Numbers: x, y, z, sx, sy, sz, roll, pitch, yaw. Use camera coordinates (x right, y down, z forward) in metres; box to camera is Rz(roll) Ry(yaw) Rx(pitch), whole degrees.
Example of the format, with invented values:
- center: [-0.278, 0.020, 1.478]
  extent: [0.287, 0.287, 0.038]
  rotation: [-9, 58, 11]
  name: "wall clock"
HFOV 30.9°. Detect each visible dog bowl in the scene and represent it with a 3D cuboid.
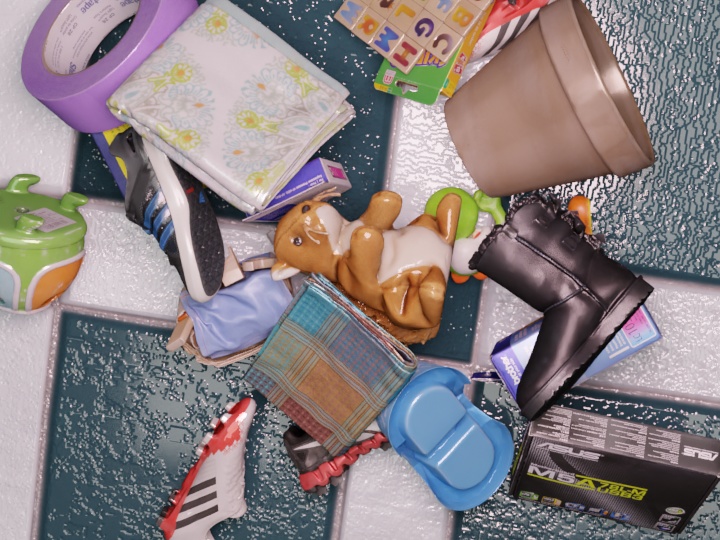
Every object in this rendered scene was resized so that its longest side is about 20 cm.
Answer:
- center: [0.089, 0.177, 1.428]
  extent: [0.111, 0.050, 0.200]
  rotation: [-46, 125, -10]
  name: "dog bowl"

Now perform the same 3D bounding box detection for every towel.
- center: [-0.036, 0.106, 1.372]
  extent: [0.147, 0.022, 0.200]
  rotation: [40, 135, 4]
  name: "towel"
- center: [-0.128, -0.169, 1.321]
  extent: [0.200, 0.048, 0.171]
  rotation: [37, 64, 8]
  name: "towel"

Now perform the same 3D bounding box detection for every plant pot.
- center: [0.189, -0.164, 1.368]
  extent: [0.173, 0.200, 0.200]
  rotation: [-26, 92, 19]
  name: "plant pot"

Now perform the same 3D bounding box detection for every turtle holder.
- center: [-0.404, -0.028, 1.475]
  extent: [0.185, 0.141, 0.132]
  rotation: [9, 113, -3]
  name: "turtle holder"

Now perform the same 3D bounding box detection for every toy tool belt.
- center: [-0.121, 0.029, 1.449]
  extent: [0.200, 0.123, 0.125]
  rotation: [-30, 95, 8]
  name: "toy tool belt"

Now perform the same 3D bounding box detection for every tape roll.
- center: [-0.272, -0.250, 1.415]
  extent: [0.200, 0.066, 0.200]
  rotation: [-18, 53, 26]
  name: "tape roll"

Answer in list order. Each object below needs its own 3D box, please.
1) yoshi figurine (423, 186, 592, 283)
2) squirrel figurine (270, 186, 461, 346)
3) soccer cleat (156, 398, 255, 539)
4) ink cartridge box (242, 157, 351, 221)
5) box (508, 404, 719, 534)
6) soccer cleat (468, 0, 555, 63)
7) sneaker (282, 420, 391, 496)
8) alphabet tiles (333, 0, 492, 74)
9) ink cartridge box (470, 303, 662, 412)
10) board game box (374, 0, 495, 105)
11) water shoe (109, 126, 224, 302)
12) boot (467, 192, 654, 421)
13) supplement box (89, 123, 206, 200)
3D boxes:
- center: [0.152, -0.048, 1.425]
  extent: [0.200, 0.112, 0.112]
  rotation: [-3, 79, 10]
  name: "yoshi figurine"
- center: [0.000, 0.000, 1.379]
  extent: [0.186, 0.200, 0.142]
  rotation: [10, 59, 4]
  name: "squirrel figurine"
- center: [-0.159, 0.238, 1.500]
  extent: [0.085, 0.069, 0.200]
  rotation: [29, 101, -5]
  name: "soccer cleat"
- center: [-0.070, -0.084, 1.396]
  extent: [0.095, 0.200, 0.037]
  rotation: [-25, 91, 8]
  name: "ink cartridge box"
- center: [0.267, 0.214, 1.391]
  extent: [0.200, 0.193, 0.048]
  rotation: [12, 64, 5]
  name: "box"
- center: [0.140, -0.261, 1.423]
  extent: [0.200, 0.085, 0.069]
  rotation: [-30, 57, 26]
  name: "soccer cleat"
- center: [-0.005, 0.165, 1.475]
  extent: [0.200, 0.071, 0.098]
  rotation: [-36, 92, 10]
  name: "sneaker"
- center: [0.059, -0.310, 1.403]
  extent: [0.167, 0.006, 0.200]
  rotation: [-52, 54, 8]
  name: "alphabet tiles"
- center: [0.217, 0.084, 1.407]
  extent: [0.200, 0.136, 0.076]
  rotation: [-31, 88, 8]
  name: "ink cartridge box"
- center: [0.091, -0.272, 1.391]
  extent: [0.095, 0.030, 0.200]
  rotation: [24, 86, 41]
  name: "board game box"
- center: [-0.205, -0.060, 1.383]
  extent: [0.079, 0.071, 0.200]
  rotation: [-14, 94, 25]
  name: "water shoe"
- center: [0.179, 0.030, 1.312]
  extent: [0.162, 0.073, 0.198]
  rotation: [41, 86, 14]
  name: "boot"
- center: [-0.178, -0.154, 1.449]
  extent: [0.200, 0.110, 0.109]
  rotation: [-26, 92, 9]
  name: "supplement box"
